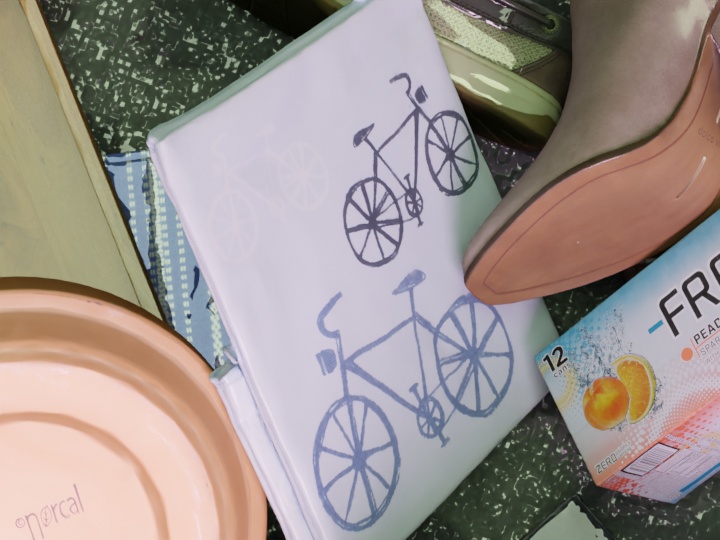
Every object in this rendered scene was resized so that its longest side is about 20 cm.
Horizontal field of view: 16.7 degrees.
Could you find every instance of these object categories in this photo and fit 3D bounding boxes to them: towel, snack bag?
[{"bbox_3d":[-0.089,0.019,1.050,0.199,0.024,0.146,-7,82,0],"label":"towel"},{"bbox_3d":[0.000,0.000,0.961,0.188,0.021,0.201,-40,114,-46],"label":"snack bag"}]

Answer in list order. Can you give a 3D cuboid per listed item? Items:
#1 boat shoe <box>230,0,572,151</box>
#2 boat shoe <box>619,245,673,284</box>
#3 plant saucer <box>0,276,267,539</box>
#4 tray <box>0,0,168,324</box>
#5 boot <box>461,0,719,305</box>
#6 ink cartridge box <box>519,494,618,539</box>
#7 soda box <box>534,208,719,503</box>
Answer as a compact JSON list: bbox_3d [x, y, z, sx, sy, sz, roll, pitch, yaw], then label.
[{"bbox_3d":[0.006,-0.124,1.050,0.200,0.072,0.066,31,76,-1],"label":"boat shoe"},{"bbox_3d":[0.193,-0.052,1.044,0.199,0.070,0.071,-28,120,-2],"label":"boat shoe"},{"bbox_3d":[-0.129,0.102,0.903,0.199,0.032,0.202,-6,108,-18],"label":"plant saucer"},{"bbox_3d":[-0.154,-0.028,1.028,0.098,0.037,0.201,-22,83,-1],"label":"tray"},{"bbox_3d":[0.111,-0.091,0.995,0.199,0.070,0.147,-29,53,16],"label":"boot"},{"bbox_3d":[0.047,0.194,1.011,0.200,0.039,0.100,-42,84,-6],"label":"ink cartridge box"},{"bbox_3d":[0.168,0.010,0.975,0.200,0.063,0.069,-40,57,25],"label":"soda box"}]
